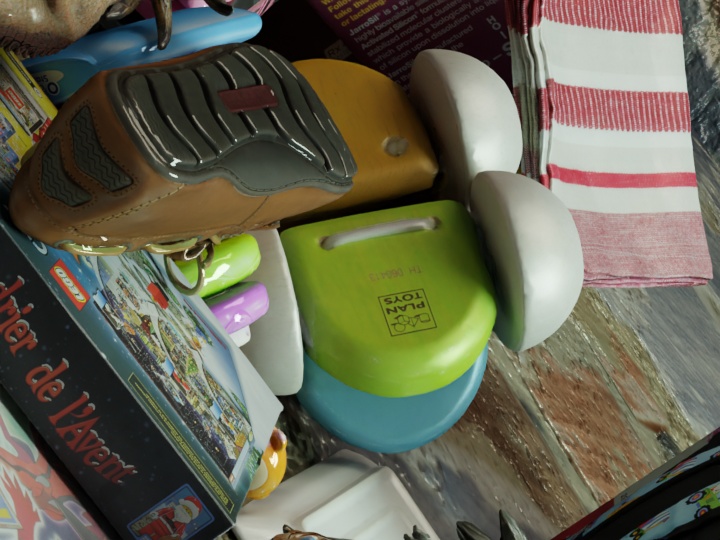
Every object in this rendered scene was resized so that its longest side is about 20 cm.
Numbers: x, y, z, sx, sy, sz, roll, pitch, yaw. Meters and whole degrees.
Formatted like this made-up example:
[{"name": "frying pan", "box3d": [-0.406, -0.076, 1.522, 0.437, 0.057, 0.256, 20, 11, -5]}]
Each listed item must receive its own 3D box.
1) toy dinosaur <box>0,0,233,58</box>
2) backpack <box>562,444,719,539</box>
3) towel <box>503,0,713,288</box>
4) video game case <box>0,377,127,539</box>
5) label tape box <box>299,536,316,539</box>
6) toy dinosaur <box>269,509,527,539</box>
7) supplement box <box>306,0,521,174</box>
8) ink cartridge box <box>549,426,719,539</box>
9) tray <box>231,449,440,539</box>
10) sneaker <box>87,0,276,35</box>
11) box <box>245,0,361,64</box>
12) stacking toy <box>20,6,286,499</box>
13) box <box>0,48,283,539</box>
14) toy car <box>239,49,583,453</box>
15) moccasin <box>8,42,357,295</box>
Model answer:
[{"name": "toy dinosaur", "box3d": [-0.106, -0.123, 0.994, 0.200, 0.086, 0.136, -49, 136, -38]}, {"name": "backpack", "box3d": [0.162, 0.165, 1.246, 0.135, 0.200, 0.183, 52, 13, -6]}, {"name": "towel", "box3d": [0.124, -0.091, 1.334, 0.144, 0.023, 0.201, -1, 84, -51]}, {"name": "video game case", "box3d": [-0.126, 0.059, 0.917, 0.200, 0.023, 0.182, 54, 14, -1]}, {"name": "label tape box", "box3d": [0.010, 0.211, 0.912, 0.143, 0.066, 0.200, -104, 167, -56]}, {"name": "toy dinosaur", "box3d": [0.048, 0.160, 1.015, 0.200, 0.102, 0.136, 51, -1, -2]}, {"name": "supplement box", "box3d": [0.048, -0.153, 1.384, 0.200, 0.103, 0.131, 46, 24, -35]}, {"name": "ink cartridge box", "box3d": [0.204, 0.149, 1.416, 0.083, 0.200, 0.146, 50, 14, -16]}, {"name": "tray", "box3d": [0.005, 0.131, 1.180, 0.108, 0.022, 0.200, 56, 14, 4]}, {"name": "sneaker", "box3d": [-0.063, -0.124, 1.179, 0.095, 0.200, 0.079, -6, 53, -54]}, {"name": "box", "box3d": [-0.027, -0.100, 1.454, 0.075, 0.100, 0.200, 32, 26, -57]}, {"name": "stacking toy", "box3d": [-0.078, 0.001, 1.094, 0.110, 0.116, 0.201, -25, 96, -56]}, {"name": "box", "box3d": [-0.110, 0.003, 0.979, 0.200, 0.038, 0.137, 53, 14, -8]}, {"name": "toy car", "box3d": [0.000, 0.000, 1.256, 0.150, 0.174, 0.200, 92, -18, -44]}, {"name": "moccasin", "box3d": [-0.062, -0.036, 0.990, 0.074, 0.078, 0.201, 57, 23, 3]}]
